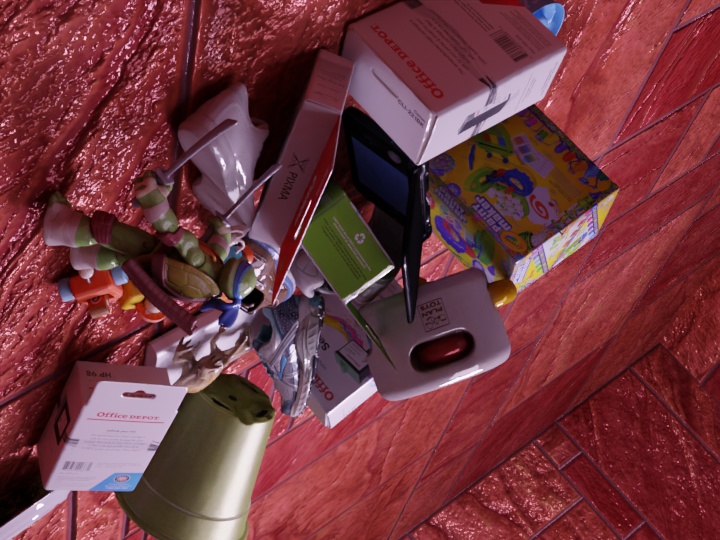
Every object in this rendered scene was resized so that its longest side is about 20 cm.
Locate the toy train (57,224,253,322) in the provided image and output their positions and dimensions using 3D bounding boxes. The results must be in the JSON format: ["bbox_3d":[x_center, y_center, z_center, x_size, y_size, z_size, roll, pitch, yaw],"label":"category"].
[{"bbox_3d":[-0.202,0.016,1.257,0.198,0.056,0.150,-16,168,-4],"label":"toy train"}]

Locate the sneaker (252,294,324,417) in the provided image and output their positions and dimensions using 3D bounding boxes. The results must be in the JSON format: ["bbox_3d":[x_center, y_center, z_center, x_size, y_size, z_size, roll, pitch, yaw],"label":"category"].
[{"bbox_3d":[-0.097,0.105,1.584,0.078,0.085,0.201,-77,177,-53],"label":"sneaker"}]

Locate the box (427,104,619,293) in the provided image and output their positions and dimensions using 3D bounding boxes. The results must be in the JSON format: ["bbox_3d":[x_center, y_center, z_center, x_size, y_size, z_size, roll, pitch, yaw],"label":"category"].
[{"bbox_3d":[0.203,-0.100,1.647,0.192,0.200,0.122,-33,159,-22],"label":"box"}]

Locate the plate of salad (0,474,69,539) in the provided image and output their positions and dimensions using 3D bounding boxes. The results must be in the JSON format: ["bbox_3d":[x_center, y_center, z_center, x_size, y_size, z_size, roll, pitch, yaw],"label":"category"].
[{"bbox_3d":[-0.431,0.301,1.485,0.199,0.048,0.200,-35,179,-1],"label":"plate of salad"}]

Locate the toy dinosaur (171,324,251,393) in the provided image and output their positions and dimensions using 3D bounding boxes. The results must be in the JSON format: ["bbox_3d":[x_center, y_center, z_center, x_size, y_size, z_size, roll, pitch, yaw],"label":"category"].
[{"bbox_3d":[-0.199,0.125,1.486,0.199,0.058,0.101,-32,158,-25],"label":"toy dinosaur"}]

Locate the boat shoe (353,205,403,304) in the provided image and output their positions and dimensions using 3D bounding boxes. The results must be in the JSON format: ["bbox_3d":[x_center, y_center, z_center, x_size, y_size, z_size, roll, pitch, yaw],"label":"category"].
[{"bbox_3d":[0.035,-0.037,1.574,0.065,0.074,0.203,-58,-174,42],"label":"boat shoe"}]

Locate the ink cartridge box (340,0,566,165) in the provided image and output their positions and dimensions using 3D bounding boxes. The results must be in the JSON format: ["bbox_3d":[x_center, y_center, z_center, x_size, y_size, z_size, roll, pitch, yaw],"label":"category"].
[{"bbox_3d":[0.094,-0.220,1.288,0.199,0.144,0.084,-29,157,-31],"label":"ink cartridge box"}]

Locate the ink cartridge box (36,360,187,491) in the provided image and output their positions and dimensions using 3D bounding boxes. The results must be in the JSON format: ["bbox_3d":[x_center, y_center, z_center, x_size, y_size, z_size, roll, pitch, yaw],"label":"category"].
[{"bbox_3d":[-0.289,0.171,1.414,0.115,0.067,0.201,8,132,-31],"label":"ink cartridge box"}]

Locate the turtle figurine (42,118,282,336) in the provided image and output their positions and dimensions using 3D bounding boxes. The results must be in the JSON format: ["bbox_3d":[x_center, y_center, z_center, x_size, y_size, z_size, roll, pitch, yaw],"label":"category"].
[{"bbox_3d":[-0.178,-0.053,1.118,0.144,0.192,0.202,-44,139,-70],"label":"turtle figurine"}]

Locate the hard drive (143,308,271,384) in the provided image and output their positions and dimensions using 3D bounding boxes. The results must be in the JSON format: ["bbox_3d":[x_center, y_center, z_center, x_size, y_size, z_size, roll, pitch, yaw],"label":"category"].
[{"bbox_3d":[-0.188,0.089,1.553,0.199,0.027,0.132,-29,155,-31],"label":"hard drive"}]

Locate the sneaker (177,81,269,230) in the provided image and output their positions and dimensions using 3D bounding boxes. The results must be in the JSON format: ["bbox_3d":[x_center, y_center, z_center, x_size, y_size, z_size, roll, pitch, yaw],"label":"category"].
[{"bbox_3d":[-0.123,-0.112,1.225,0.089,0.075,0.200,-53,165,-20],"label":"sneaker"}]

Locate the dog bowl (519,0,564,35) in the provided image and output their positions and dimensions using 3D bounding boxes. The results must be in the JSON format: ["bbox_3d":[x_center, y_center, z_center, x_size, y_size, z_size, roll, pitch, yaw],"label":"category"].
[{"bbox_3d":[0.161,-0.257,1.475,0.200,0.050,0.111,-51,158,19],"label":"dog bowl"}]

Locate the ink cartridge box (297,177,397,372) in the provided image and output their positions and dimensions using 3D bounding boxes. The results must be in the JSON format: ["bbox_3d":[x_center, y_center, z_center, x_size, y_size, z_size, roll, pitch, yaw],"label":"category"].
[{"bbox_3d":[0.000,0.000,1.404,0.076,0.201,0.148,-36,-164,1],"label":"ink cartridge box"}]

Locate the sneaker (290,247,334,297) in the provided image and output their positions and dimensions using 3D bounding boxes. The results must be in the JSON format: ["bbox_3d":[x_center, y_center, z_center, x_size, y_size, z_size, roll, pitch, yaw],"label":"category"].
[{"bbox_3d":[-0.034,-0.008,1.569,0.199,0.081,0.075,-15,145,-54],"label":"sneaker"}]

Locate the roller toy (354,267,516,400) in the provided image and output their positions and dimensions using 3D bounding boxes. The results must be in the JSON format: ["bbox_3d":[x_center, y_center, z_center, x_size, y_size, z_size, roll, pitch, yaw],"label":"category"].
[{"bbox_3d":[0.092,0.074,1.558,0.199,0.141,0.182,-20,178,42],"label":"roller toy"}]

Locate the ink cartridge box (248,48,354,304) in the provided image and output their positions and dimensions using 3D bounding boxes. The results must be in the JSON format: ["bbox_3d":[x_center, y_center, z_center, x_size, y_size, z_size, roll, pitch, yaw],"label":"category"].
[{"bbox_3d":[-0.067,-0.095,1.242,0.177,0.044,0.201,-80,-167,-46],"label":"ink cartridge box"}]

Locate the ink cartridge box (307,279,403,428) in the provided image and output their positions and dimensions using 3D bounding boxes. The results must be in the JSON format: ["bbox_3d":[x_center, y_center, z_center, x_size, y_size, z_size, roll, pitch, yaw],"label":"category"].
[{"bbox_3d":[-0.014,0.100,1.715,0.199,0.145,0.084,-38,164,-12],"label":"ink cartridge box"}]

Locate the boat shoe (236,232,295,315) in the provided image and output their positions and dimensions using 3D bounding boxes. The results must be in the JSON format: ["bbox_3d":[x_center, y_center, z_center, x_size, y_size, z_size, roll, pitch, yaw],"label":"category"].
[{"bbox_3d":[-0.126,0.008,1.413,0.073,0.072,0.200,-53,166,-16],"label":"boat shoe"}]

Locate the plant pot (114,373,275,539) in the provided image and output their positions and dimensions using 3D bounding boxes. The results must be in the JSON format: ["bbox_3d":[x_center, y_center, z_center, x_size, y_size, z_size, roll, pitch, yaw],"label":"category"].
[{"bbox_3d":[-0.206,0.242,1.638,0.199,0.199,0.191,-6,126,-58],"label":"plant pot"}]

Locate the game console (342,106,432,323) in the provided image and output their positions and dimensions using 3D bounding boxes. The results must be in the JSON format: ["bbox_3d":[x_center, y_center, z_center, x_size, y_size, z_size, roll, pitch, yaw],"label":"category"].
[{"bbox_3d":[0.023,-0.061,1.407,0.117,0.175,0.200,-48,162,-15],"label":"game console"}]
